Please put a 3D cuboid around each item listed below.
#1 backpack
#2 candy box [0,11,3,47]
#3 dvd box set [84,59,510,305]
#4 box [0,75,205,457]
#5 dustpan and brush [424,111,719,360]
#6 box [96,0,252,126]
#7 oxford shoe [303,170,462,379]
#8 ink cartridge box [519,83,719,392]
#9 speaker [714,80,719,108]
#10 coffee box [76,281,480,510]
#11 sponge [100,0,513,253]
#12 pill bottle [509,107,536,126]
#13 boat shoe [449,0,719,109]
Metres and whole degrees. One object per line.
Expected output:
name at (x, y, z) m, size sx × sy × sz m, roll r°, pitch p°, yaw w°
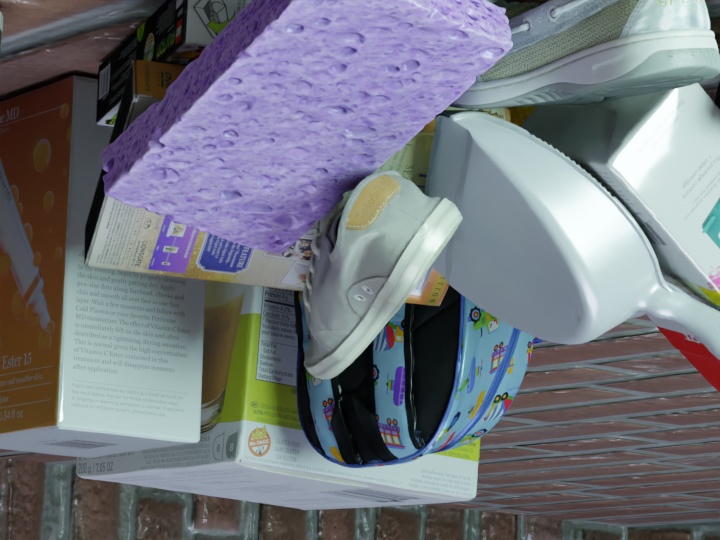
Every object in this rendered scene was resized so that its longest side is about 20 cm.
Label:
backpack at (0.042, 0.023, 1.790) m, size 0.134 × 0.201 × 0.182 m, roll 10°, pitch 167°, yaw -38°
candy box at (-0.274, -0.096, 1.577) m, size 0.136 × 0.061 × 0.200 m, roll 5°, pitch 169°, yaw -15°
dvd box set at (-0.035, -0.043, 1.531) m, size 0.199 × 0.030 × 0.147 m, roll 6°, pitch 143°, yaw -12°
box at (-0.160, 0.001, 1.701) m, size 0.097 × 0.201 × 0.124 m, roll 9°, pitch 167°, yaw -35°
dustpan and brush at (0.123, 0.003, 1.478) m, size 0.200 × 0.057 × 0.140 m, roll 41°, pitch 153°, yaw 20°
box at (-0.065, -0.107, 1.543) m, size 0.109 × 0.035 × 0.200 m, roll 6°, pitch 169°, yaw -16°
oxford shoe at (0.000, 0.000, 1.506) m, size 0.058 × 0.075 × 0.200 m, roll 34°, pitch 157°, yaw 1°
ink cartridge box at (0.178, -0.014, 1.514) m, size 0.200 × 0.067 × 0.116 m, roll 47°, pitch 167°, yaw -23°
speaker at (0.271, -0.071, 1.565) m, size 0.081 × 0.082 × 0.200 m, roll -5°, pitch 168°, yaw 35°
coffee box at (-0.051, 0.048, 1.959) m, size 0.199 × 0.199 × 0.199 m, roll 12°, pitch 167°, yaw -37°
sponge at (-0.029, -0.082, 1.425) m, size 0.111 × 0.030 × 0.200 m, roll 19°, pitch 137°, yaw -31°
pill bottle at (0.093, -0.044, 1.660) m, size 0.199 × 0.110 × 0.109 m, roll 6°, pitch 169°, yaw -19°
boat shoe at (0.099, -0.114, 1.427) m, size 0.074 × 0.065 × 0.202 m, roll -4°, pitch 179°, yaw -30°
